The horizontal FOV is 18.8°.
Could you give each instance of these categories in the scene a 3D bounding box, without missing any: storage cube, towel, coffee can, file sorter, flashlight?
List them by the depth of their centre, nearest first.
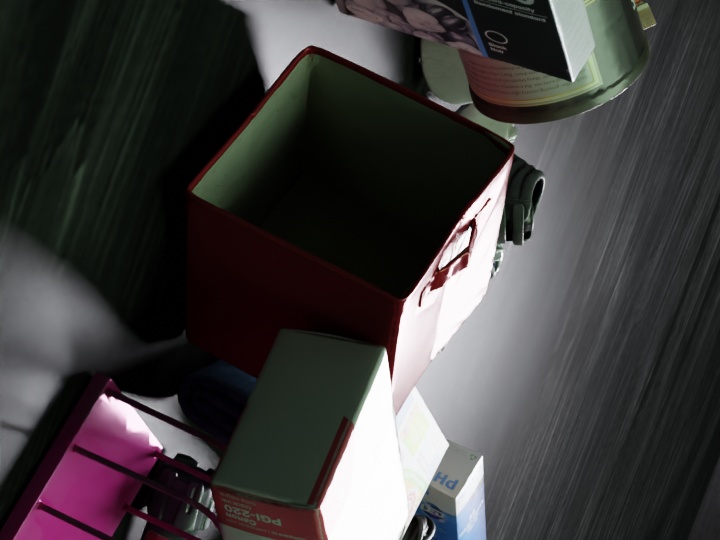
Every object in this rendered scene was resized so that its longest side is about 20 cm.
[{"bbox_3d":[-0.165,0.204,1.518,0.200,0.125,0.139,-60,158,-17],"label":"file sorter"},{"bbox_3d":[-0.012,-0.020,1.574,0.171,0.200,0.180,-53,162,-34],"label":"storage cube"},{"bbox_3d":[-0.158,0.245,1.661,0.068,0.068,0.200,-5,117,-63],"label":"flashlight"},{"bbox_3d":[0.127,-0.234,1.665,0.146,0.146,0.200,-50,132,-37],"label":"coffee can"},{"bbox_3d":[-0.051,0.091,1.698,0.200,0.112,0.049,-24,140,-61],"label":"towel"}]

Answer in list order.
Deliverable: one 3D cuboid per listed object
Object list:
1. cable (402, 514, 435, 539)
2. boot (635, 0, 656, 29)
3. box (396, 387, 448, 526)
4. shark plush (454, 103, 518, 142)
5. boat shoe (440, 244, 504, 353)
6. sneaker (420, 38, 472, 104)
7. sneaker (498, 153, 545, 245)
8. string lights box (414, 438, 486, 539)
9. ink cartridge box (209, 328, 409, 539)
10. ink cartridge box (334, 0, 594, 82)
[{"bbox_3d":[-0.012,0.285,2.004,0.163,0.051,0.200,-11,154,-51],"label":"cable"},{"bbox_3d":[0.149,-0.222,1.848,0.075,0.200,0.107,-32,98,-50],"label":"boot"},{"bbox_3d":[-0.007,0.149,1.878,0.113,0.101,0.200,-62,159,-14],"label":"box"},{"bbox_3d":[0.085,-0.123,1.899,0.083,0.091,0.200,-27,-150,47],"label":"shark plush"},{"bbox_3d":[0.095,-0.011,2.009,0.200,0.068,0.072,-56,157,-27],"label":"boat shoe"},{"bbox_3d":[0.101,-0.237,1.804,0.089,0.075,0.200,-58,161,-58],"label":"sneaker"},{"bbox_3d":[0.094,-0.038,1.938,0.200,0.099,0.071,-54,157,-28],"label":"sneaker"},{"bbox_3d":[0.066,0.237,2.146,0.059,0.103,0.200,-54,156,-30],"label":"string lights box"},{"bbox_3d":[-0.031,0.160,1.519,0.200,0.085,0.146,79,27,-47],"label":"ink cartridge box"},{"bbox_3d":[0.057,-0.218,1.527,0.043,0.198,0.200,-64,158,-17],"label":"ink cartridge box"}]
